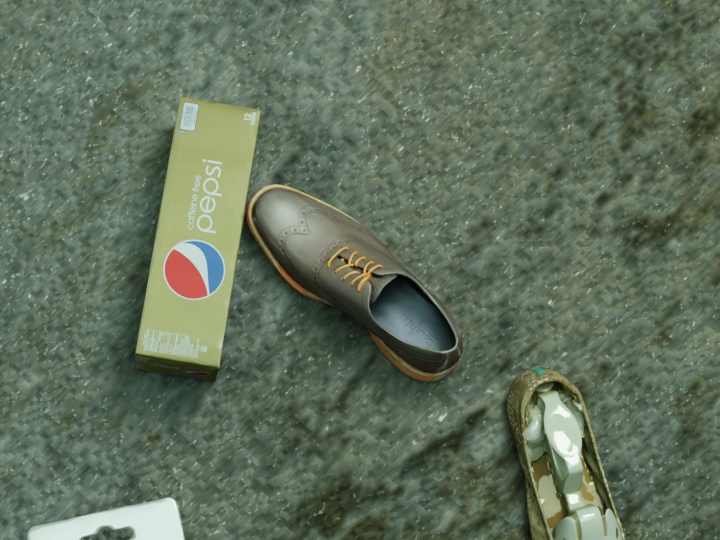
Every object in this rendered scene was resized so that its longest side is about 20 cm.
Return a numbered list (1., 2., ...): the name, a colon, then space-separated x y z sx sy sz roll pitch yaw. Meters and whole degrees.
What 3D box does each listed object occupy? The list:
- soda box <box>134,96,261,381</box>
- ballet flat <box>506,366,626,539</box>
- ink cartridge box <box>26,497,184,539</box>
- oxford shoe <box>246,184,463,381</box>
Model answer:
1. soda box: -0.121 -0.022 1.604 0.064 0.068 0.200 10 77 -4
2. ballet flat: 0.155 0.166 1.591 0.070 0.065 0.200 -18 80 -8
3. ink cartridge box: -0.165 0.272 1.537 0.116 0.068 0.200 -11 81 -8
4. oxford shoe: 0.000 0.000 1.607 0.200 0.073 0.071 38 76 3
